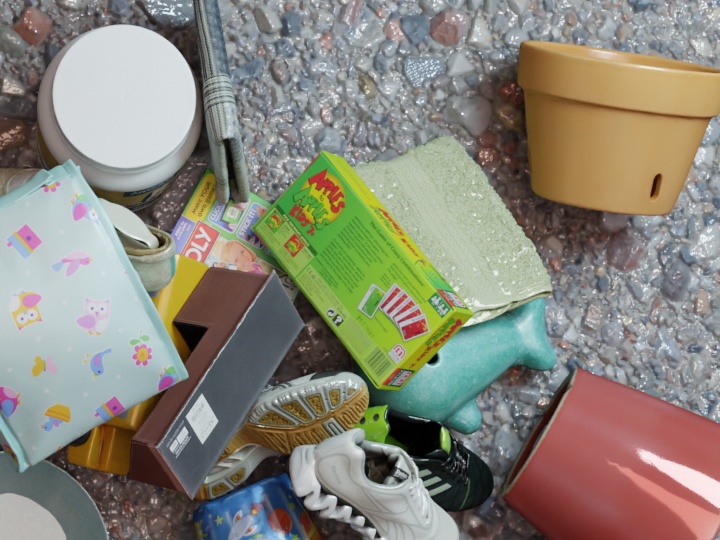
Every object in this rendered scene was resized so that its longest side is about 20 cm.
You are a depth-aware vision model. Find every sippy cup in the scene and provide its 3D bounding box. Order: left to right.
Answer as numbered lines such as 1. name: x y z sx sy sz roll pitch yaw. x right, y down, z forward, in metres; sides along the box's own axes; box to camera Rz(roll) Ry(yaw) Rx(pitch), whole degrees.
1. sippy cup: -0.088 0.261 1.593 0.177 0.139 0.131 -19 83 -33

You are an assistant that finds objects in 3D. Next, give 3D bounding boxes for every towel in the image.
1. towel: -0.132 -0.171 1.569 0.034 0.200 0.195 -10 75 -2
2. towel: 0.079 -0.036 1.641 0.147 0.037 0.201 -20 62 -24

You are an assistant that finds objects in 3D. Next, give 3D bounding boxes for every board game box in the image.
1. board game box: -0.135 0.023 1.651 0.134 0.029 0.201 29 82 -7
2. board game box: 0.000 0.000 1.581 0.102 0.048 0.200 -45 68 14

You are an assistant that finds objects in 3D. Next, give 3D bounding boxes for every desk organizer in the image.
1. desk organizer: -0.138 0.093 1.524 0.201 0.076 0.072 -58 138 -31

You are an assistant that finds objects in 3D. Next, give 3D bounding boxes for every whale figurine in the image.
1. whale figurine: 0.092 0.076 1.648 0.198 0.104 0.161 -10 87 -9

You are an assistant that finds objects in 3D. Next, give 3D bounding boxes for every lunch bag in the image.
1. lunch bag: -0.261 0.032 1.422 0.169 0.122 0.201 -30 110 -14

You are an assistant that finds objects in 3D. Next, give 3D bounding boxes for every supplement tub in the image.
1. supplement tub: -0.216 -0.134 1.559 0.143 0.200 0.146 1 83 -11

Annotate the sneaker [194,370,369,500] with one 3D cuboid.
1. sneaker: -0.086 0.126 1.577 0.198 0.088 0.076 -25 125 14

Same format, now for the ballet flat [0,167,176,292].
1. ballet flat: -0.245 -0.050 1.516 0.198 0.063 0.068 26 49 3

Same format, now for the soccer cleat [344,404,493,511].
1. soccer cleat: 0.065 0.174 1.615 0.199 0.081 0.068 25 54 -38

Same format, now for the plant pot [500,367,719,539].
1. plant pot: 0.239 0.197 1.632 0.176 0.200 0.202 30 81 3

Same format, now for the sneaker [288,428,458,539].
1. sneaker: 0.028 0.203 1.554 0.081 0.076 0.199 -35 131 26

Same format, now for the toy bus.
1. toy bus: -0.200 0.083 1.571 0.078 0.065 0.202 8 82 32

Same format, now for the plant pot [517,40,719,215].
1. plant pot: 0.240 -0.134 1.657 0.198 0.200 0.142 5 101 -9

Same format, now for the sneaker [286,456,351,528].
1. sneaker: -0.020 0.198 1.650 0.081 0.077 0.201 -28 98 21

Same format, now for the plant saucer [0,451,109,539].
1. plant saucer: -0.328 0.266 1.595 0.199 0.039 0.203 1 85 -11
